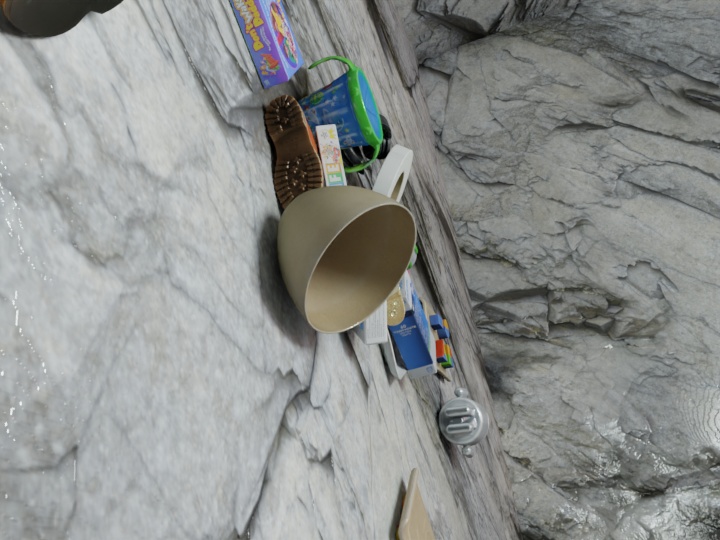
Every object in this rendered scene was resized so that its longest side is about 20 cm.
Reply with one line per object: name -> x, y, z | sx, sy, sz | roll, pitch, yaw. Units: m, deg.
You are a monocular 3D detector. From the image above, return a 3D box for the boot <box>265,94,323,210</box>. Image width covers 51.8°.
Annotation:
boot -> -0.087, -0.156, 1.132 | 0.107, 0.074, 0.204 | 55, 22, -66

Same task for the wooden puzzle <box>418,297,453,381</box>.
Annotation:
wooden puzzle -> 0.212, 0.186, 2.005 | 0.185, 0.045, 0.204 | 45, 33, -64

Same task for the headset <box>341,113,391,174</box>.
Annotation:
headset -> -0.003, -0.260, 1.502 | 0.201, 0.121, 0.095 | 86, -14, -66

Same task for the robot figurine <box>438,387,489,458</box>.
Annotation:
robot figurine -> 0.259, 0.378, 1.846 | 0.200, 0.111, 0.173 | 37, 49, -68

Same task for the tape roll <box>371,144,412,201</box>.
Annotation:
tape roll -> 0.056, -0.160, 1.542 | 0.203, 0.036, 0.206 | 23, 89, -82

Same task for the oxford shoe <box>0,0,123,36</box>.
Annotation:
oxford shoe -> -0.252, -0.249, 0.618 | 0.071, 0.071, 0.201 | 40, 24, -14

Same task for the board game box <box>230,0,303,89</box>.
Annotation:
board game box -> -0.156, -0.405, 1.171 | 0.135, 0.044, 0.203 | -76, 148, -64

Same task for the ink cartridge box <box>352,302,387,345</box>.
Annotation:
ink cartridge box -> 0.000, 0.000, 1.251 | 0.176, 0.044, 0.204 | -137, -137, -68

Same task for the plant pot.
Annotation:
plant pot -> -0.038, -0.036, 1.013 | 0.134, 0.201, 0.201 | 39, -7, 33

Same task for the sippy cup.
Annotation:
sippy cup -> -0.041, -0.271, 1.309 | 0.140, 0.128, 0.181 | 41, 36, -67

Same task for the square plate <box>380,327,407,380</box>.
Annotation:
square plate -> 0.061, 0.109, 1.521 | 0.198, 0.028, 0.204 | -20, 94, -77

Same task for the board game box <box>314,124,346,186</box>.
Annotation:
board game box -> -0.046, -0.114, 1.210 | 0.135, 0.034, 0.204 | 109, -27, -67

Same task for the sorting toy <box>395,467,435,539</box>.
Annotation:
sorting toy -> 0.097, 0.472, 1.273 | 0.185, 0.036, 0.204 | -53, 131, -73

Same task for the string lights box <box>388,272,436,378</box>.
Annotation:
string lights box -> 0.097, 0.105, 1.487 | 0.104, 0.058, 0.202 | -85, 155, -56

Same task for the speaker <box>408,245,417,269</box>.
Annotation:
speaker -> 0.071, -0.043, 1.518 | 0.200, 0.087, 0.090 | 39, 37, -81

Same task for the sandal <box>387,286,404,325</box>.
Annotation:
sandal -> 0.033, -0.002, 1.354 | 0.070, 0.076, 0.215 | 153, -86, -80
